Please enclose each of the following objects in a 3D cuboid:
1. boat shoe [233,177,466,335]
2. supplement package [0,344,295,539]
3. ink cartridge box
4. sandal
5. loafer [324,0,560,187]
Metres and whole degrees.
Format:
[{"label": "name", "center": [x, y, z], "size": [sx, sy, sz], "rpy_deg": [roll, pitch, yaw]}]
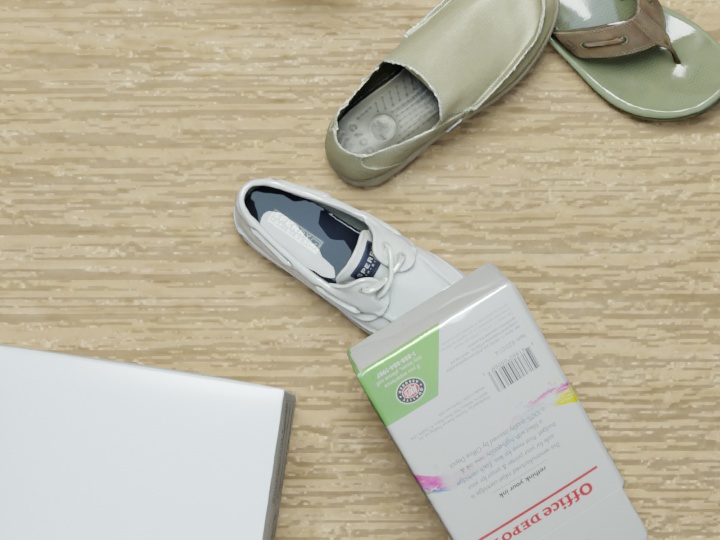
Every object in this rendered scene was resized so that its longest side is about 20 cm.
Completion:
[{"label": "boat shoe", "center": [0.000, 0.000, 1.087], "size": [0.199, 0.065, 0.074], "rpy_deg": [25, 85, 3]}, {"label": "supplement package", "center": [-0.153, 0.141, 1.055], "size": [0.198, 0.111, 0.158], "rpy_deg": [8, 85, 1]}, {"label": "ink cartridge box", "center": [0.090, 0.114, 1.052], "size": [0.116, 0.067, 0.201], "rpy_deg": [-30, 103, -2]}, {"label": "sandal", "center": [0.165, -0.174, 1.105], "size": [0.200, 0.057, 0.080], "rpy_deg": [37, 86, 4]}, {"label": "loafer", "center": [0.055, -0.131, 1.083], "size": [0.200, 0.068, 0.076], "rpy_deg": [-45, 86, 9]}]
